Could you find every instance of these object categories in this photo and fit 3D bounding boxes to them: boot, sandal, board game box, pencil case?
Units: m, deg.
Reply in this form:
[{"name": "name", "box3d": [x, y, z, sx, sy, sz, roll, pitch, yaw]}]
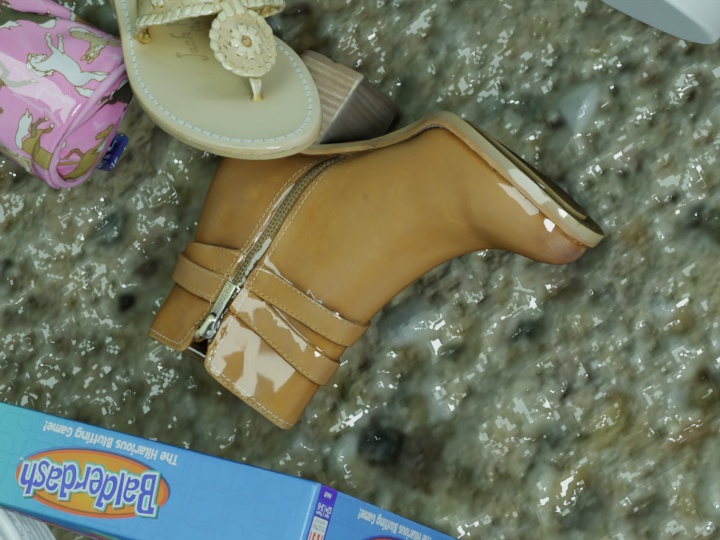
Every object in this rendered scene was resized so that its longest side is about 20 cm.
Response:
[{"name": "boot", "box3d": [0.000, 0.000, 1.207, 0.200, 0.077, 0.155, 28, 86, 34]}, {"name": "sandal", "box3d": [-0.078, -0.130, 1.247, 0.078, 0.070, 0.212, -14, 36, -14]}, {"name": "board game box", "box3d": [-0.073, 0.103, 1.174, 0.200, 0.152, 0.045, 12, 81, 30]}, {"name": "pencil case", "box3d": [-0.196, -0.120, 1.316, 0.200, 0.087, 0.083, 32, 95, 12]}]

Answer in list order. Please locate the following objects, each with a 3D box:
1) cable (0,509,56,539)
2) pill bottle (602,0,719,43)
[{"name": "cable", "box3d": [-0.223, 0.183, 1.276, 0.200, 0.069, 0.200, -33, 64, 14]}, {"name": "pill bottle", "box3d": [0.158, -0.205, 1.169, 0.113, 0.113, 0.200, 28, 89, 31]}]
